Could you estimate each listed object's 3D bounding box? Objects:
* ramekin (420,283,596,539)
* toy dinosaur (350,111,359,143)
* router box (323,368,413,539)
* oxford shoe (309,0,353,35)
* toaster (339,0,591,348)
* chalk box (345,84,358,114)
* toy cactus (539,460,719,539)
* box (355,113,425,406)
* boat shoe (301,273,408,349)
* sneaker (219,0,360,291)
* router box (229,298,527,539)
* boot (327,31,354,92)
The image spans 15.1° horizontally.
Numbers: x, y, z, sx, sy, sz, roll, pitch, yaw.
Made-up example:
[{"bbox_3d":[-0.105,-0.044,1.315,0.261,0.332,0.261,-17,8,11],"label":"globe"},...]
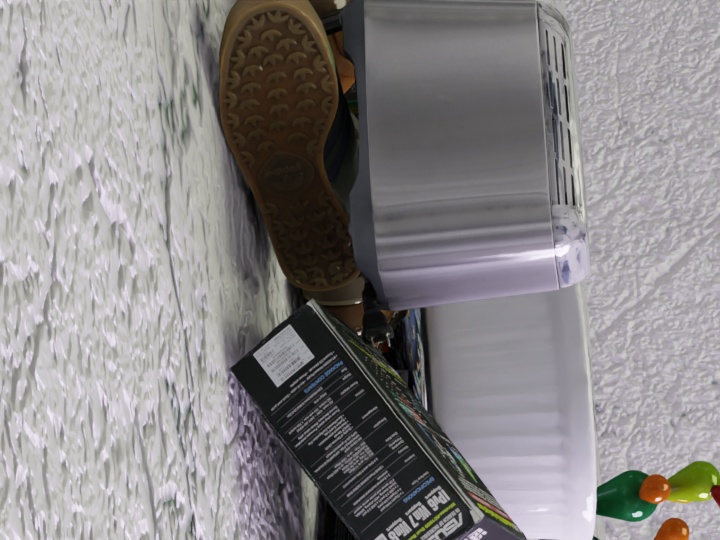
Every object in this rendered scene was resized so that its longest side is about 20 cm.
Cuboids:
[{"bbox_3d":[0.091,0.076,1.716,0.200,0.097,0.202,175,-90,-89],"label":"ramekin"},{"bbox_3d":[-0.015,-0.080,1.646,0.088,0.047,0.200,54,-15,-14],"label":"toy dinosaur"},{"bbox_3d":[0.015,0.182,1.679,0.201,0.051,0.150,-85,167,-52],"label":"router box"},{"bbox_3d":[-0.039,-0.197,1.598,0.200,0.072,0.085,-104,178,-59],"label":"oxford shoe"},{"bbox_3d":[0.059,-0.060,1.496,0.114,0.128,0.201,70,16,-67],"label":"toaster"},{"bbox_3d":[0.041,-0.172,1.883,0.200,0.123,0.126,32,51,-79],"label":"chalk box"},{"bbox_3d":[0.154,0.182,1.806,0.102,0.200,0.165,22,22,-49],"label":"toy cactus"},{"bbox_3d":[0.015,0.011,1.844,0.137,0.040,0.201,73,13,-50],"label":"box"},{"bbox_3d":[0.000,0.000,1.703,0.200,0.071,0.068,-56,143,-63],"label":"boat shoe"},{"bbox_3d":[-0.040,-0.090,1.523,0.090,0.067,0.201,-96,175,-51],"label":"sneaker"},{"bbox_3d":[0.014,0.105,1.491,0.150,0.062,0.200,51,2,14],"label":"router box"},{"bbox_3d":[0.009,-0.163,1.683,0.155,0.076,0.201,-51,-149,37],"label":"boot"}]
